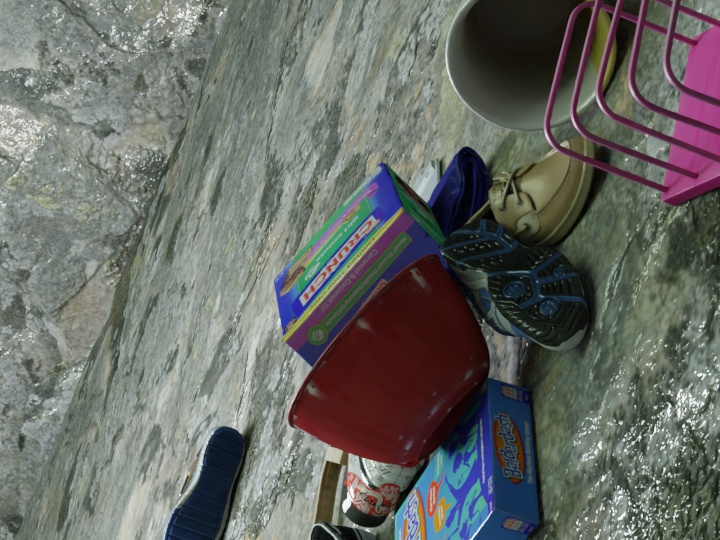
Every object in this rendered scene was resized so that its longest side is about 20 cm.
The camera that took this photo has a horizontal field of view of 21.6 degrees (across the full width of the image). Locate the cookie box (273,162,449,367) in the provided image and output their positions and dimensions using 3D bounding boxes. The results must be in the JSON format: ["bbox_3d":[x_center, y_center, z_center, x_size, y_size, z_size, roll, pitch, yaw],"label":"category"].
[{"bbox_3d":[0.000,0.000,1.823,0.171,0.075,0.200,-47,15,8],"label":"cookie box"}]

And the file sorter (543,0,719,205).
[{"bbox_3d":[0.235,-0.151,1.370,0.200,0.125,0.139,151,135,-68],"label":"file sorter"}]

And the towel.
[{"bbox_3d":[0.075,-0.012,1.927,0.200,0.049,0.148,123,165,-45],"label":"towel"}]

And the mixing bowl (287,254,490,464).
[{"bbox_3d":[0.042,0.095,1.651,0.200,0.108,0.200,-47,-14,-15],"label":"mixing bowl"}]

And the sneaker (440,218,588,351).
[{"bbox_3d":[0.143,0.022,1.627,0.076,0.077,0.200,-31,31,-7],"label":"sneaker"}]

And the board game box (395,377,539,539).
[{"bbox_3d":[0.087,0.214,1.627,0.152,0.045,0.200,-90,22,-49],"label":"board game box"}]

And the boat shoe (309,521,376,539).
[{"bbox_3d":[-0.013,0.306,1.822,0.200,0.071,0.072,-124,54,-70],"label":"boat shoe"}]

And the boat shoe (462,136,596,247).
[{"bbox_3d":[0.145,-0.056,1.686,0.200,0.064,0.071,126,156,-50],"label":"boat shoe"}]

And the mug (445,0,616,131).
[{"bbox_3d":[0.171,-0.227,1.721,0.153,0.186,0.150,-84,-15,-62],"label":"mug"}]

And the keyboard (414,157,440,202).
[{"bbox_3d":[0.046,-0.037,2.117,0.056,0.011,0.200,-98,29,-47],"label":"keyboard"}]

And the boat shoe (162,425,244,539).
[{"bbox_3d":[-0.208,0.306,2.519,0.200,0.072,0.072,-65,9,-11],"label":"boat shoe"}]

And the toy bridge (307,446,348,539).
[{"bbox_3d":[-0.019,0.201,2.040,0.067,0.027,0.201,172,115,-74],"label":"toy bridge"}]

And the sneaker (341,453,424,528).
[{"bbox_3d":[0.022,0.149,1.891,0.202,0.067,0.108,-93,27,-44],"label":"sneaker"}]
